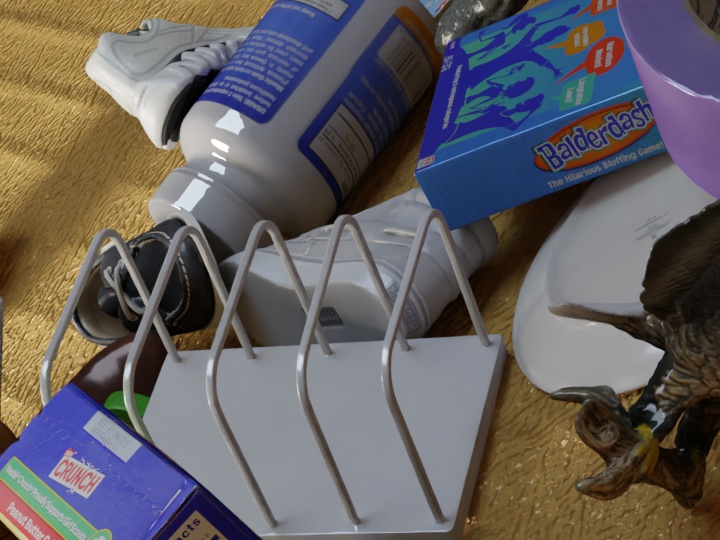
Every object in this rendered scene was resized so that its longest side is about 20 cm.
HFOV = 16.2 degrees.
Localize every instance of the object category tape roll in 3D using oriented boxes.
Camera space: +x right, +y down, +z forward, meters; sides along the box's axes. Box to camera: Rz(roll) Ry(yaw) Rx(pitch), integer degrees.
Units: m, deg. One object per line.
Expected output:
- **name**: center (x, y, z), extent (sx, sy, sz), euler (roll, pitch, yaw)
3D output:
- **tape roll**: center (0.230, -0.126, 1.230), extent (0.198, 0.085, 0.201), euler (-12, 49, 14)

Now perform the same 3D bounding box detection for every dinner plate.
- **dinner plate**: center (0.155, -0.017, 1.319), extent (0.199, 0.024, 0.201), euler (-32, 31, 22)

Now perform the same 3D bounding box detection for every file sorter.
- **file sorter**: center (-0.044, 0.053, 1.310), extent (0.198, 0.125, 0.139), euler (-3, 43, 21)

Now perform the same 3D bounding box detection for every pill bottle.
- **pill bottle**: center (-0.043, -0.092, 1.589), extent (0.200, 0.112, 0.112), euler (-53, 29, -17)

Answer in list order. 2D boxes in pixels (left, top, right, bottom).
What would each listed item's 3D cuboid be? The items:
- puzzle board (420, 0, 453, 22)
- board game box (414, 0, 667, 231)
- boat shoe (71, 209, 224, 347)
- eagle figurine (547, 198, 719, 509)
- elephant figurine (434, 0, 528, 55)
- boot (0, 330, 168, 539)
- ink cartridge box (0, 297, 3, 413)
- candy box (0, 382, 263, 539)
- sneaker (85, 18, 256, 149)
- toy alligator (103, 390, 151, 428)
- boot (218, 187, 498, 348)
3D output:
- **puzzle board**: center (-0.034, -0.124, 1.723), extent (0.200, 0.017, 0.150), euler (-49, 28, -10)
- **board game box**: center (0.134, -0.109, 1.398), extent (0.199, 0.045, 0.152), euler (-20, 28, 21)
- **boat shoe**: center (-0.134, 0.010, 1.555), extent (0.060, 0.074, 0.200), euler (-18, 1, -19)
- **eagle figurine**: center (0.189, 0.025, 1.114), extent (0.200, 0.151, 0.152), euler (-48, 16, 15)
- **elephant figurine**: center (0.098, -0.234, 1.474), extent (0.199, 0.141, 0.156), euler (-9, 54, 46)
- **boot**: center (-0.192, 0.096, 1.445), extent (0.188, 0.200, 0.068), euler (-45, 72, -1)
- **ink cartridge box**: center (-0.264, 0.144, 1.511), extent (0.197, 0.043, 0.201), euler (102, -175, -51)
- **candy box**: center (-0.067, 0.158, 1.180), extent (0.077, 0.200, 0.169), euler (-47, 28, -7)
- **sneaker**: center (-0.110, -0.136, 1.666), extent (0.076, 0.081, 0.200), euler (-64, -14, 17)
- **toy alligator**: center (-0.053, 0.094, 1.411), extent (0.199, 0.054, 0.060), euler (1, 48, 27)
- **boot**: center (0.000, 0.000, 1.469), extent (0.095, 0.074, 0.199), euler (-39, 24, -26)
